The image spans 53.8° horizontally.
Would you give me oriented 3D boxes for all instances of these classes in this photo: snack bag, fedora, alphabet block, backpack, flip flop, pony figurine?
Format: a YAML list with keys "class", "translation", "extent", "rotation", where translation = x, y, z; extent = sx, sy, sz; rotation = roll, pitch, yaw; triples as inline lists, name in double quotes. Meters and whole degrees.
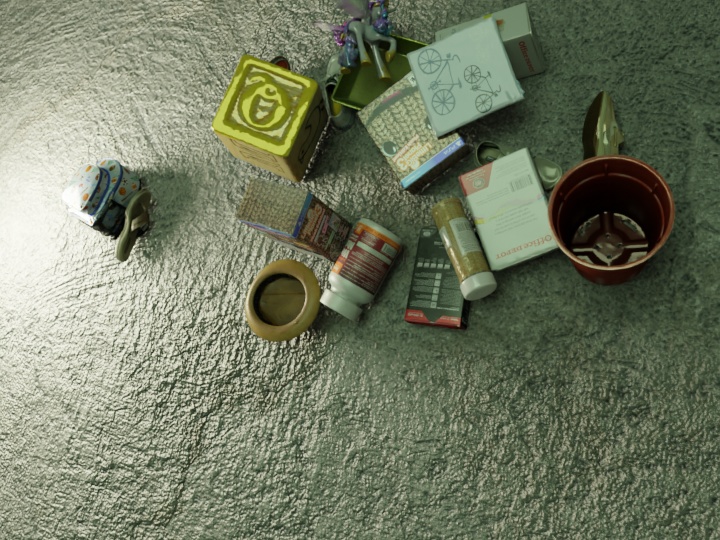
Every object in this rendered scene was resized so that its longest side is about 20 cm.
- class: "snack bag"
  translation: [0.210, -0.394, 1.433]
  extent: [0.198, 0.021, 0.190]
  rotation: [-21, 84, 18]
- class: "fedora"
  translation: [-0.163, 0.073, 1.588]
  extent: [0.199, 0.082, 0.203]
  rotation: [-9, 70, 25]
- class: "alphabet block"
  translation: [-0.203, -0.347, 1.645]
  extent: [0.195, 0.200, 0.197]
  rotation: [20, 84, 7]
- class: "backpack"
  translation: [-0.699, -0.211, 1.925]
  extent: [0.199, 0.154, 0.191]
  rotation: [25, 76, 34]
- class: "flip flop"
  translation: [-0.592, -0.116, 1.879]
  extent: [0.057, 0.081, 0.202]
  rotation: [16, 83, 13]
- class: "pony figurine"
  translation: [-0.004, -0.538, 1.588]
  extent: [0.166, 0.191, 0.202]
  rotation: [143, 130, -64]

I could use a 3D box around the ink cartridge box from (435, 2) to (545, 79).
- class: "ink cartridge box"
  translation: [0.275, -0.463, 1.501]
  extent: [0.198, 0.145, 0.084]
  rotation: [-11, 68, 23]

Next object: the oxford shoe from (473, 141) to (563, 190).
- class: "oxford shoe"
  translation: [0.316, -0.215, 1.451]
  extent: [0.199, 0.058, 0.076]
  rotation: [25, 84, 29]

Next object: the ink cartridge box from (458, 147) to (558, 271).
- class: "ink cartridge box"
  translation: [0.297, -0.114, 1.386]
  extent: [0.145, 0.083, 0.202]
  rotation: [-21, 81, 20]

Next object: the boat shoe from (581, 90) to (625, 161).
- class: "boat shoe"
  translation: [0.476, -0.252, 1.381]
  extent: [0.064, 0.072, 0.202]
  rotation: [11, 71, -7]

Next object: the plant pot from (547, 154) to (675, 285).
- class: "plant pot"
  translation: [0.438, -0.070, 1.252]
  extent: [0.199, 0.195, 0.203]
  rotation: [-5, 72, 17]

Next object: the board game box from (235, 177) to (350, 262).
- class: "board game box"
  translation: [-0.144, -0.109, 1.561]
  extent: [0.158, 0.200, 0.098]
  rotation: [17, 82, 30]

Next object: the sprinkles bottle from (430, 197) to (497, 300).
- class: "sprinkles bottle"
  translation: [0.201, -0.044, 1.392]
  extent: [0.068, 0.068, 0.202]
  rotation: [-27, 65, 17]

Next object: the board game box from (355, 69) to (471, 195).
- class: "board game box"
  translation: [0.114, -0.294, 1.525]
  extent: [0.159, 0.097, 0.201]
  rotation: [-36, 79, 12]

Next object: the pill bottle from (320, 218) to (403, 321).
- class: "pill bottle"
  translation: [0.000, 0.000, 1.513]
  extent: [0.109, 0.109, 0.201]
  rotation: [29, 88, 31]

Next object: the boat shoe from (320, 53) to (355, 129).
- class: "boat shoe"
  translation: [-0.061, -0.444, 1.701]
  extent: [0.074, 0.086, 0.204]
  rotation: [-10, 70, 24]

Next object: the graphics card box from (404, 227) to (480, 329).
- class: "graphics card box"
  translation: [0.169, 0.016, 1.455]
  extent: [0.124, 0.051, 0.202]
  rotation: [4, 77, 27]

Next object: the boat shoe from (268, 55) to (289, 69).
- class: "boat shoe"
  translation: [-0.237, -0.449, 1.794]
  extent: [0.201, 0.071, 0.063]
  rotation: [-57, 26, 6]

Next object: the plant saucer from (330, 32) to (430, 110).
- class: "plant saucer"
  translation: [0.059, -0.444, 1.641]
  extent: [0.198, 0.048, 0.201]
  rotation: [21, 83, 16]
